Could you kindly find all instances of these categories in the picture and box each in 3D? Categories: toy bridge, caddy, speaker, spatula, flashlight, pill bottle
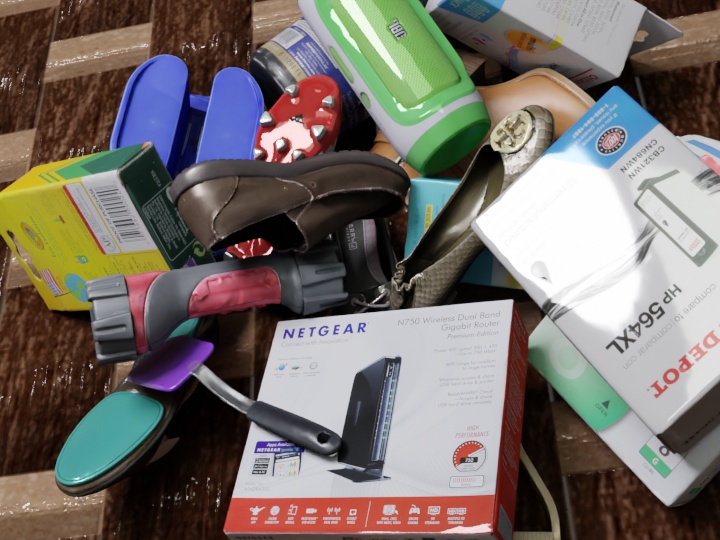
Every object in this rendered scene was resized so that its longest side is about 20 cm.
[{"bbox_3d":[0.110,0.199,0.719,0.066,0.027,0.202,-3,57,11],"label":"toy bridge"},{"bbox_3d":[-0.161,-0.102,0.934,0.139,0.105,0.202,9,55,-5],"label":"caddy"},{"bbox_3d":[0.025,-0.181,0.846,0.088,0.089,0.201,-32,77,-8],"label":"speaker"},{"bbox_3d":[-0.092,0.093,0.746,0.198,0.021,0.057,22,52,30],"label":"spatula"},{"bbox_3d":[-0.109,0.023,0.778,0.197,0.068,0.069,-9,98,-14],"label":"flashlight"},{"bbox_3d":[0.001,-0.210,0.956,0.199,0.112,0.112,-37,57,-10],"label":"pill bottle"}]

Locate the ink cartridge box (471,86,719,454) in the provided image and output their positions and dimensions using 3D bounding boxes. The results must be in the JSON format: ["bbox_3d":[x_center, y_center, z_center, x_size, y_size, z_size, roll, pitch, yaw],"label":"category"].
[{"bbox_3d":[0.196,-0.001,0.684,0.146,0.084,0.200,-43,59,7],"label":"ink cartridge box"}]

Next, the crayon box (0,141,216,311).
[{"bbox_3d":[-0.226,-0.032,0.861,0.198,0.128,0.051,-4,33,37],"label":"crayon box"}]

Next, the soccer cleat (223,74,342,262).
[{"bbox_3d":[-0.062,-0.072,0.876,0.068,0.085,0.202,15,80,16],"label":"soccer cleat"}]

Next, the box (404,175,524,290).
[{"bbox_3d":[0.138,-0.027,0.819,0.197,0.049,0.084,7,100,18],"label":"box"}]

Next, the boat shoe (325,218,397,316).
[{"bbox_3d":[0.000,0.000,0.855,0.066,0.057,0.202,-16,56,3],"label":"boat shoe"}]

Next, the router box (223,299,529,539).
[{"bbox_3d":[0.015,0.116,0.727,0.198,0.049,0.181,-7,50,23],"label":"router box"}]

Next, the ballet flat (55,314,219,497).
[{"bbox_3d":[-0.168,0.110,0.815,0.067,0.069,0.201,14,53,26],"label":"ballet flat"}]

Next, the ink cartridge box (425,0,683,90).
[{"bbox_3d":[0.166,-0.215,0.882,0.198,0.115,0.069,25,85,-13],"label":"ink cartridge box"}]

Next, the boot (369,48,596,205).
[{"bbox_3d":[0.107,-0.109,0.893,0.199,0.074,0.155,25,67,37],"label":"boot"}]

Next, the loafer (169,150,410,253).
[{"bbox_3d":[-0.048,-0.044,0.781,0.198,0.073,0.072,-7,70,-26],"label":"loafer"}]

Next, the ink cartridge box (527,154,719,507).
[{"bbox_3d":[0.232,0.039,0.716,0.161,0.050,0.201,48,115,31],"label":"ink cartridge box"}]

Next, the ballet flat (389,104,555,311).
[{"bbox_3d":[0.080,-0.042,0.775,0.201,0.046,0.068,-56,29,21],"label":"ballet flat"}]

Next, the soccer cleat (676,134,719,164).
[{"bbox_3d":[0.249,-0.078,0.846,0.197,0.070,0.087,8,45,16],"label":"soccer cleat"}]
